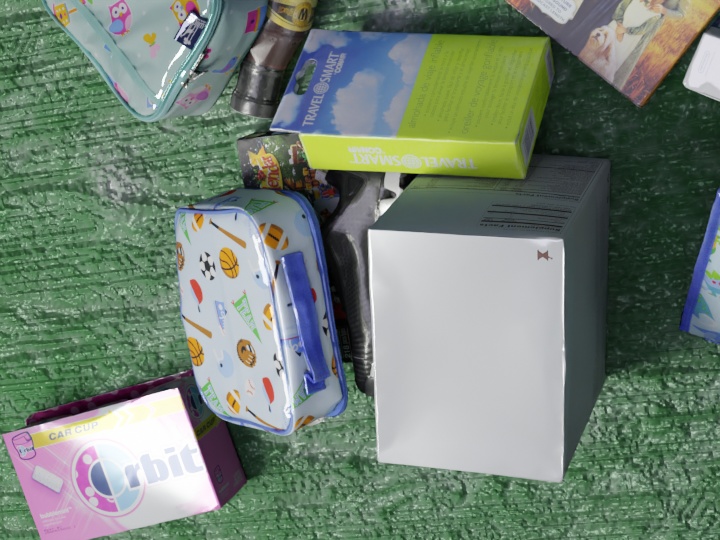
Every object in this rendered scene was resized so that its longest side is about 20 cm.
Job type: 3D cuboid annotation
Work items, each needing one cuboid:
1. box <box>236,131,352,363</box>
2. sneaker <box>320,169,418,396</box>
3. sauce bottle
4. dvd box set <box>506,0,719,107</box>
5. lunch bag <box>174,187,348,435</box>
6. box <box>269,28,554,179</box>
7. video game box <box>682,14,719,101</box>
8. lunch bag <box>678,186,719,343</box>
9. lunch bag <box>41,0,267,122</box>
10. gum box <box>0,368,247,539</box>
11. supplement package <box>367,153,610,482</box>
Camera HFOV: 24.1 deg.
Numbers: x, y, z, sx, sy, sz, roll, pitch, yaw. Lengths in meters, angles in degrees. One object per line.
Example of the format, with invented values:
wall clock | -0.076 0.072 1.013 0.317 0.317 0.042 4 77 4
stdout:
box | -0.020 -0.022 1.418 0.136 0.038 0.201 -6 102 19
sneaker | 0.000 0.000 1.364 0.090 0.066 0.201 8 102 18
sauce bottle | -0.064 -0.224 1.370 0.066 0.066 0.201 18 110 13
dvd box set | 0.221 -0.247 1.286 0.146 0.029 0.200 40 112 5
lunch bag | -0.078 0.035 1.363 0.160 0.075 0.201 4 108 53
box | 0.042 -0.132 1.323 0.199 0.122 0.048 5 141 20
video game box | 0.331 -0.134 1.185 0.181 0.200 0.047 25 114 10
lunch bag | 0.338 -0.001 1.261 0.169 0.128 0.201 18 138 13
lunch bag | -0.173 -0.223 1.367 0.200 0.077 0.161 52 125 20
gum box | -0.216 0.170 1.516 0.199 0.066 0.114 -16 99 21
supplement package | 0.104 0.028 1.292 0.146 0.200 0.192 4 110 17
